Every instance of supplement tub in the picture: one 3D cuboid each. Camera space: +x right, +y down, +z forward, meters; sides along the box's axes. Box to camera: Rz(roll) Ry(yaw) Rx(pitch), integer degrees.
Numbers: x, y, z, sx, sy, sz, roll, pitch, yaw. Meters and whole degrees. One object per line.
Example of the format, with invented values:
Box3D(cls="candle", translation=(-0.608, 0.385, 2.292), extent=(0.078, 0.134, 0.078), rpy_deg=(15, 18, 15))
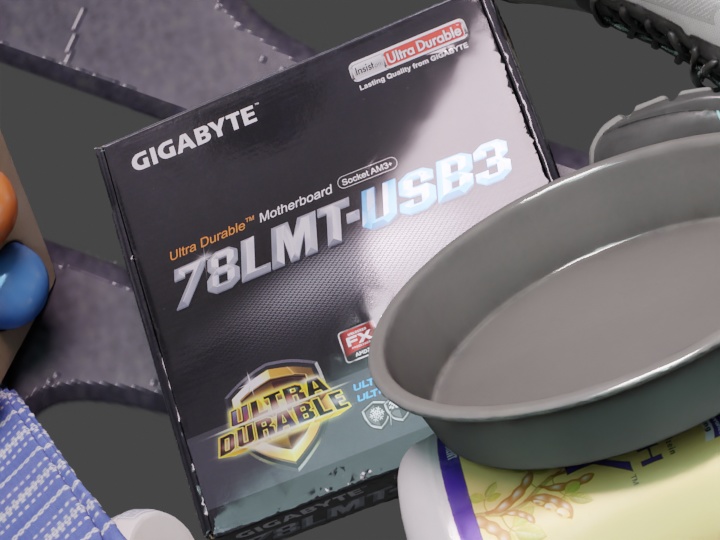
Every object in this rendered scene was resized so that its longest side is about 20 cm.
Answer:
Box3D(cls="supplement tub", translation=(0.129, 0.102, 0.923), extent=(0.199, 0.145, 0.146), rpy_deg=(-23, 68, 7))

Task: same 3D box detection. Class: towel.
Box3D(cls="towel", translation=(-0.173, 0.135, 1.005), extent=(0.145, 0.024, 0.200), rpy_deg=(-45, 29, -3))

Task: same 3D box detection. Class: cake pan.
Box3D(cls="cake pan", translation=(0.100, 0.012, 0.910), extent=(0.199, 0.200, 0.037), rpy_deg=(-23, 112, 7))

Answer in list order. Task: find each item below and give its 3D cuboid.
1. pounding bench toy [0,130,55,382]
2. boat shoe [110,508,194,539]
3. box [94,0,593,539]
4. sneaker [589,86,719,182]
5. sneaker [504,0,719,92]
Box3D(cls="pounding bench toy", translation=(-0.233, -0.023, 1.019), extent=(0.155, 0.201, 0.125), rpy_deg=(10, 54, 19))
Box3D(cls="boat shoe", translation=(-0.105, 0.205, 1.001), extent=(0.068, 0.072, 0.201), rpy_deg=(-16, 77, 36))
Box3D(cls="box", translation=(0.000, 0.000, 1.046), extent=(0.199, 0.050, 0.200), rpy_deg=(-21, 69, 7))
Box3D(cls="sneaker", translation=(0.192, -0.031, 0.987), extent=(0.199, 0.075, 0.080), rpy_deg=(3, 76, 17))
Box3D(cls="sneaker", translation=(0.147, -0.118, 1.031), extent=(0.199, 0.074, 0.080), rpy_deg=(9, 80, 18))
